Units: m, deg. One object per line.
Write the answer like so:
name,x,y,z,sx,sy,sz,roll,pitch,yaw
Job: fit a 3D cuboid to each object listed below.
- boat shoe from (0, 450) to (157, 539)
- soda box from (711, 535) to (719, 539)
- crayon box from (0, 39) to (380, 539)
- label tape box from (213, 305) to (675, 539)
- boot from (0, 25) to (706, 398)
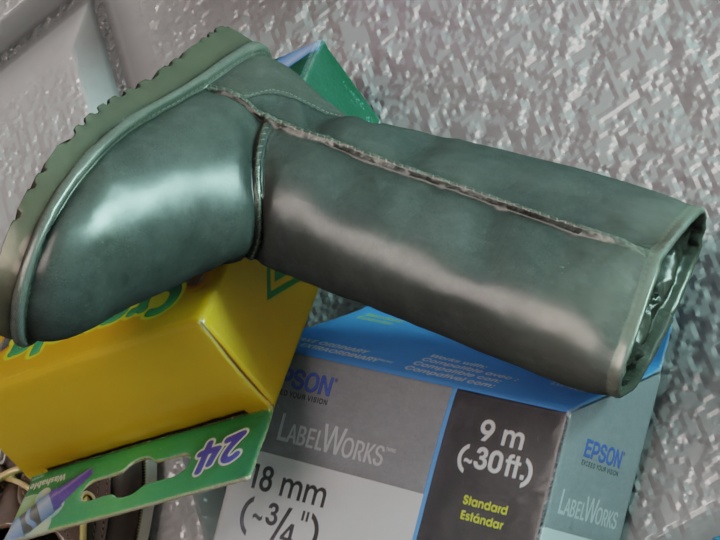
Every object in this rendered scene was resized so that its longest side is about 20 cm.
boat shoe,-0.131,0.115,0.853,0.071,0.059,0.202,-13,68,34
soda box,0.128,0.191,0.630,0.067,0.064,0.202,11,82,39
crayon box,-0.076,0.005,0.790,0.125,0.052,0.201,-18,35,32
label tape box,0.024,0.077,0.745,0.143,0.063,0.202,10,83,38
boot,0.000,-0.001,0.684,0.199,0.073,0.182,29,50,14
